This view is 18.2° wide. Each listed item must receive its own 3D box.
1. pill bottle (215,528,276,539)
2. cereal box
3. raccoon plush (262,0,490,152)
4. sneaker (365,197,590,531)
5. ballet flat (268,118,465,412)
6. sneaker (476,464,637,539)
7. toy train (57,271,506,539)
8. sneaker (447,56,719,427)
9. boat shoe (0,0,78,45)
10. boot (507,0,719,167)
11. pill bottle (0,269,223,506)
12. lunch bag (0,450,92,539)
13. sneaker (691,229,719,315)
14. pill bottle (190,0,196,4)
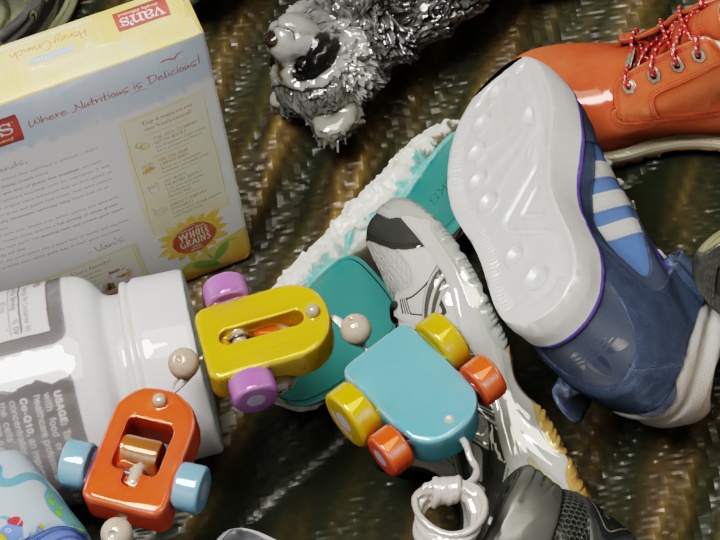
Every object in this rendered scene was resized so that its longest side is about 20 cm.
[{"bbox_3d":[-0.084,0.222,1.017,0.106,0.106,0.200,32,65,23],"label":"pill bottle"},{"bbox_3d":[-0.137,-0.049,1.144,0.143,0.200,0.040,-20,57,-8],"label":"cereal box"},{"bbox_3d":[0.039,-0.130,1.263,0.199,0.135,0.097,10,15,-19],"label":"raccoon plush"},{"bbox_3d":[0.038,0.060,1.111,0.087,0.076,0.201,-26,73,0],"label":"sneaker"},{"bbox_3d":[0.000,0.000,1.187,0.072,0.072,0.200,31,62,23],"label":"ballet flat"},{"bbox_3d":[0.077,0.202,1.031,0.114,0.076,0.200,28,77,-1],"label":"sneaker"},{"bbox_3d":[-0.031,0.080,1.048,0.199,0.056,0.151,7,59,10],"label":"toy train"},{"bbox_3d":[0.125,-0.006,1.154,0.080,0.146,0.201,-38,36,24],"label":"sneaker"},{"bbox_3d":[-0.205,-0.164,1.294,0.071,0.066,0.202,4,49,3],"label":"boat shoe"},{"bbox_3d":[0.165,-0.112,1.214,0.199,0.107,0.075,-1,58,7],"label":"boot"},{"bbox_3d":[-0.175,0.067,1.124,0.199,0.114,0.114,-12,56,-3],"label":"pill bottle"},{"bbox_3d":[-0.208,0.181,1.024,0.200,0.161,0.082,-34,60,-17],"label":"lunch bag"},{"bbox_3d":[0.243,-0.021,1.161,0.199,0.077,0.089,-11,31,-28],"label":"sneaker"},{"bbox_3d":[-0.054,-0.247,1.308,0.200,0.114,0.114,-38,61,-19],"label":"pill bottle"}]
